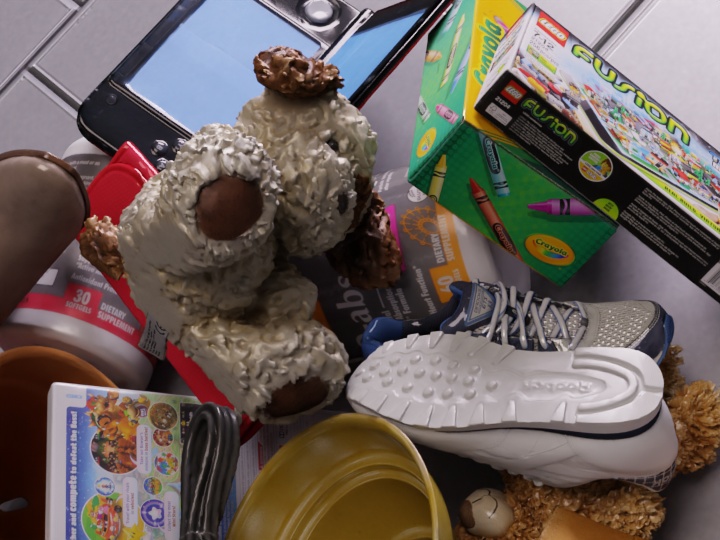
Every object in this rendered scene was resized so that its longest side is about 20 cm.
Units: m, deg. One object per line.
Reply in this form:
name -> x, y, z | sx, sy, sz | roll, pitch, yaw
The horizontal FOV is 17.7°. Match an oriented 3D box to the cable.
cable -> -0.086, 0.178, 1.372 | 0.097, 0.050, 0.200 | -52, 29, 41

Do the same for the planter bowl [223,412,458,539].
planter bowl -> 0.004, 0.190, 1.345 | 0.200, 0.083, 0.201 | -28, 51, 40

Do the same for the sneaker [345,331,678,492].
sneaker -> 0.085, 0.089, 1.342 | 0.200, 0.081, 0.076 | 7, 50, 27

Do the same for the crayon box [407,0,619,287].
crayon box -> 0.098, -0.091, 1.440 | 0.058, 0.119, 0.200 | -48, 17, 29

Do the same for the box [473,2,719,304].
box -> 0.162, -0.069, 1.391 | 0.035, 0.200, 0.110 | -48, 10, 29

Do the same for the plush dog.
plush dog -> -0.059, -0.036, 1.366 | 0.172, 0.200, 0.160 | -39, 40, -26

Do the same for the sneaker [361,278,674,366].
sneaker -> 0.088, 0.046, 1.391 | 0.200, 0.085, 0.077 | -14, 35, 23

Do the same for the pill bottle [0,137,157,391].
pill bottle -> -0.166, -0.023, 1.584 | 0.110, 0.111, 0.200 | 6, 66, 28

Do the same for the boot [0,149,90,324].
boot -> -0.242, 0.013, 1.456 | 0.070, 0.200, 0.146 | 34, 69, -5

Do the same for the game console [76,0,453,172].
game console -> -0.064, -0.141, 1.527 | 0.172, 0.119, 0.200 | 35, 62, 10

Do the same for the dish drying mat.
dish drying mat -> -0.113, 0.013, 1.460 | 0.200, 0.018, 0.077 | 50, 118, 24

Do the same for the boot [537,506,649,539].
boot -> 0.173, 0.171, 1.311 | 0.144, 0.071, 0.201 | 35, 88, 9

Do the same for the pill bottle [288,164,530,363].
pill bottle -> 0.000, 0.000, 1.489 | 0.199, 0.116, 0.117 | -15, 57, 18

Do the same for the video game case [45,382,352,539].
video game case -> -0.095, 0.145, 1.437 | 0.199, 0.018, 0.144 | 7, 58, -17

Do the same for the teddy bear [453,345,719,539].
teddy bear -> 0.130, 0.119, 1.391 | 0.200, 0.067, 0.145 | -27, 52, 9

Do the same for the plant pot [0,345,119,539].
plant pot -> -0.229, 0.166, 1.472 | 0.140, 0.200, 0.201 | -26, 53, 31
